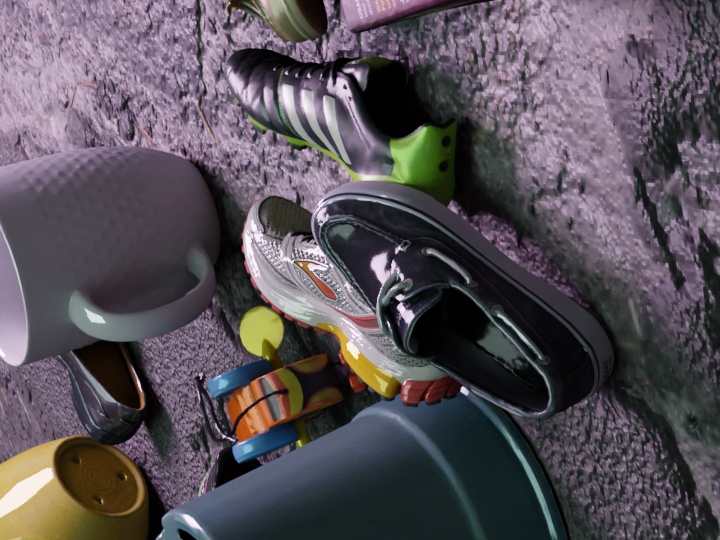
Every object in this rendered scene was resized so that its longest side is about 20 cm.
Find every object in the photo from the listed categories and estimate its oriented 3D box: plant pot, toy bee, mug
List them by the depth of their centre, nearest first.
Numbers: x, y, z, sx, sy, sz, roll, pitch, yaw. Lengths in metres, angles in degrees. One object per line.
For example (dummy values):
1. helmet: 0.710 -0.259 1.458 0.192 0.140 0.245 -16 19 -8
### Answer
1. plant pot: -0.008 0.185 1.021 0.200 0.196 0.200 40 140 46
2. toy bee: -0.046 0.095 1.163 0.200 0.109 0.131 -117 7 -76
3. mug: -0.190 -0.010 1.259 0.200 0.175 0.148 41 140 44
4. plant pot: -0.281 0.241 1.595 0.142 0.200 0.200 -52 57 28

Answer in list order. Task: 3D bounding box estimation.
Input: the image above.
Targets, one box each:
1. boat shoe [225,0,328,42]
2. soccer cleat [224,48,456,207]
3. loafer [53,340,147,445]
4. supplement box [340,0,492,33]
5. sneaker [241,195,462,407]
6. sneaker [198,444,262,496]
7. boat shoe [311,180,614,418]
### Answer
1. boat shoe: -0.082 -0.204 1.044 0.073 0.063 0.200 46 -169 -53
2. soccer cleat: -0.010 -0.101 1.008 0.200 0.067 0.081 38 128 38
3. loafer: -0.250 0.060 1.537 0.200 0.073 0.072 59 142 5
4. supplement box: 0.075 -0.173 0.749 0.200 0.110 0.086 -5 101 62
5. sneaker: 0.000 0.000 1.043 0.200 0.078 0.082 36 129 38
6. sneaker: -0.071 0.218 1.284 0.200 0.077 0.084 52 150 32
7. boat shoe: 0.040 0.017 0.912 0.200 0.068 0.072 36 129 25
